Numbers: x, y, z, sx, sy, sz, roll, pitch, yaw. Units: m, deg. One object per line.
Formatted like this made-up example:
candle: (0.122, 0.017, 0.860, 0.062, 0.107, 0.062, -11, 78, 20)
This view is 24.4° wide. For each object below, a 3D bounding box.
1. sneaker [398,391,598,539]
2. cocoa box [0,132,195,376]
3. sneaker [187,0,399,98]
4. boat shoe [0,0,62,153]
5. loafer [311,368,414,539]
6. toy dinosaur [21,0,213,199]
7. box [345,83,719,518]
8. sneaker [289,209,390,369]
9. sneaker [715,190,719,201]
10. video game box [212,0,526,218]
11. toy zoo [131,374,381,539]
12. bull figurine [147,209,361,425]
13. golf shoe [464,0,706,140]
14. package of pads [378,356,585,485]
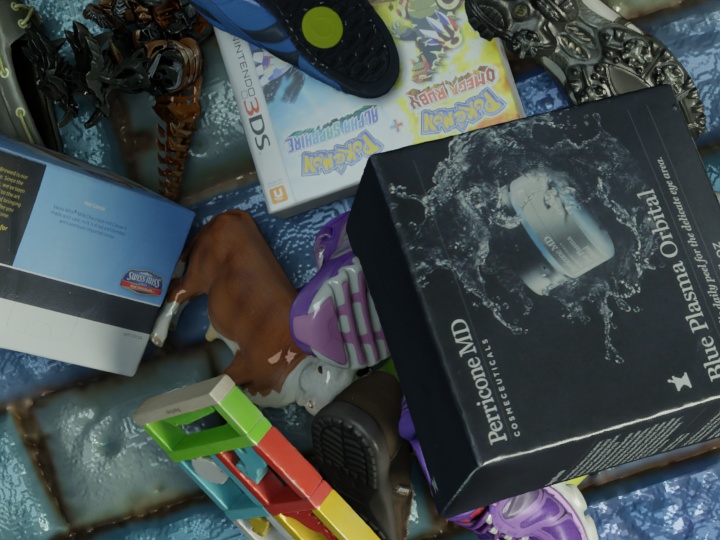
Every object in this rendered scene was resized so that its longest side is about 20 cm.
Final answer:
sneaker: (0.080, 0.149, 1.074, 0.080, 0.084, 0.200, -25, 113, 32)
cocoa box: (-0.242, -0.023, 1.159, 0.133, 0.200, 0.132, 24, 94, 43)
sneaker: (-0.061, -0.185, 1.175, 0.200, 0.078, 0.066, 34, 73, -5)
boat shoe: (-0.267, -0.168, 1.253, 0.060, 0.072, 0.203, -8, 93, 10)
loafer: (0.012, 0.140, 1.140, 0.073, 0.200, 0.071, 30, 58, 18)
toy dinosaur: (-0.158, -0.157, 1.213, 0.102, 0.135, 0.201, -33, 76, 54)
box: (0.117, 0.017, 0.994, 0.199, 0.118, 0.197, -15, 71, -13)
sneaker: (0.000, 0.000, 1.144, 0.088, 0.200, 0.081, 12, 121, 27)
sneaker: (0.170, -0.046, 1.161, 0.199, 0.092, 0.076, 24, 134, 30)
video game box: (0.002, -0.154, 1.206, 0.199, 0.047, 0.183, -19, 86, 11)
toy zoo: (-0.061, 0.158, 1.153, 0.200, 0.131, 0.020, 48, 60, -13)
bull figurine: (-0.077, 0.048, 1.181, 0.121, 0.065, 0.200, -40, 53, 12)
golf shoe: (0.161, -0.158, 1.160, 0.200, 0.095, 0.078, 39, 112, -15)
package of pads: (0.115, 0.073, 1.134, 0.155, 0.068, 0.200, 48, 121, 10)
